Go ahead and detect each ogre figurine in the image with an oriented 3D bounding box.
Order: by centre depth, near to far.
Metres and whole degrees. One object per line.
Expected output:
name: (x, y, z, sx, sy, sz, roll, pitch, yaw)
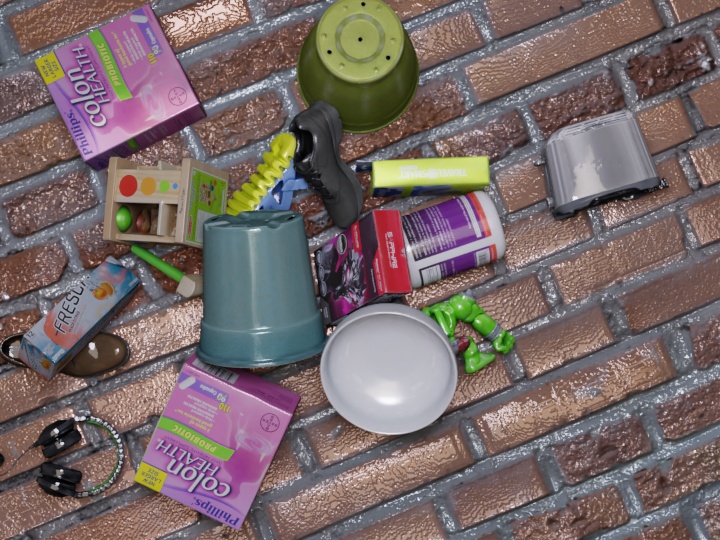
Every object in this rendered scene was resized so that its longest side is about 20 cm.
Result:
ogre figurine: (0.131, 0.108, 1.612, 0.199, 0.098, 0.121, -21, 98, 10)

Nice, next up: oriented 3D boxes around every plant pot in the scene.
plant pot: (-0.149, 0.018, 1.537, 0.199, 0.200, 0.198, -3, 103, -1)
plant pot: (-0.003, -0.327, 1.590, 0.199, 0.193, 0.202, 0, 86, -1)

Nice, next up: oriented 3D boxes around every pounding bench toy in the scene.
pounding bench toy: (-0.304, -0.062, 1.584, 0.155, 0.124, 0.202, 3, 86, 20)

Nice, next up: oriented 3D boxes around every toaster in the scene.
toaster: (0.374, -0.166, 1.627, 0.199, 0.114, 0.130, -16, 84, 0)

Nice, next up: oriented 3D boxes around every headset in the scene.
headset: (-0.466, 0.289, 1.613, 0.199, 0.094, 0.124, -1, 82, -16)

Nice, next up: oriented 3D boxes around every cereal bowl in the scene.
cereal bowl: (0.043, 0.134, 1.530, 0.198, 0.083, 0.201, 2, 113, 4)

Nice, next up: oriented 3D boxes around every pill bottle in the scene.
pill bottle: (0.116, -0.043, 1.613, 0.199, 0.112, 0.113, -18, 87, -2)

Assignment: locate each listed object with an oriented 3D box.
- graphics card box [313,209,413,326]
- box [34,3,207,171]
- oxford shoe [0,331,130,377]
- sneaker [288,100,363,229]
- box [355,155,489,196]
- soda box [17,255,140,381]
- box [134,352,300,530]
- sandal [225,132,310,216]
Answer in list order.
graphics card box: (0.000, 0.000, 1.559, 0.051, 0.200, 0.126, -1, 74, -29)
box: (-0.370, -0.283, 1.629, 0.199, 0.097, 0.177, -27, 87, -2)
oxford shoe: (-0.456, 0.128, 1.606, 0.198, 0.084, 0.073, -1, 84, -3)
sneaker: (-0.061, -0.153, 1.602, 0.076, 0.091, 0.201, -8, 108, 41)
box: (0.093, -0.144, 1.615, 0.198, 0.122, 0.048, -2, 87, -1)
soda box: (-0.421, 0.070, 1.569, 0.063, 0.068, 0.200, 38, 51, 1)
box: (-0.213, 0.251, 1.567, 0.175, 0.097, 0.201, 26, 101, 0)
sandal: (-0.143, -0.113, 1.635, 0.087, 0.080, 0.200, 36, 99, -36)
